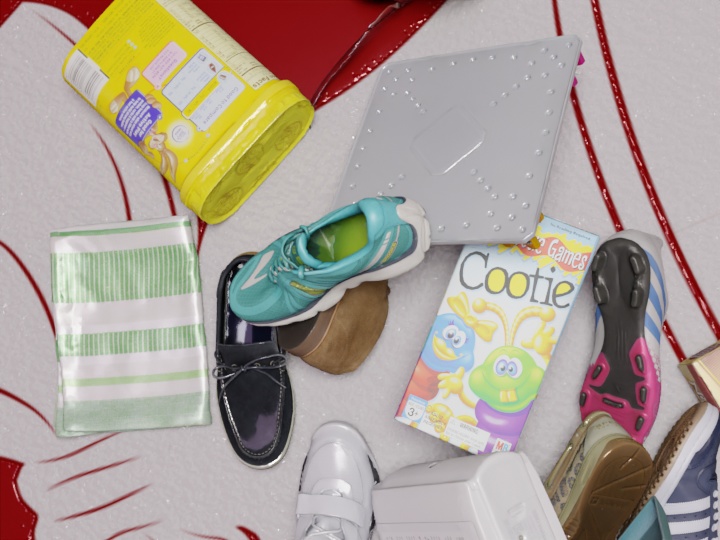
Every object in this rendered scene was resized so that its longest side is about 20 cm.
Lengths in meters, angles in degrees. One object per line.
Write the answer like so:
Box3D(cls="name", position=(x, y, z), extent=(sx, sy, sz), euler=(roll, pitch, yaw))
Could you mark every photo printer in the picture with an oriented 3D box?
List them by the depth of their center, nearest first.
Box3D(cls="photo printer", position=(0.086, 0.231, 0.712), extent=(0.069, 0.200, 0.167), euler=(-20, 83, -28))

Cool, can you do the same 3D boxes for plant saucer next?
Box3D(cls="plant saucer", position=(0.184, 0.271, 0.709), extent=(0.019, 0.070, 0.201), euler=(30, 109, 2))

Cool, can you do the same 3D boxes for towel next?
Box3D(cls="towel", position=(-0.223, 0.052, 0.853), extent=(0.151, 0.023, 0.201), euler=(-6, 82, 5))

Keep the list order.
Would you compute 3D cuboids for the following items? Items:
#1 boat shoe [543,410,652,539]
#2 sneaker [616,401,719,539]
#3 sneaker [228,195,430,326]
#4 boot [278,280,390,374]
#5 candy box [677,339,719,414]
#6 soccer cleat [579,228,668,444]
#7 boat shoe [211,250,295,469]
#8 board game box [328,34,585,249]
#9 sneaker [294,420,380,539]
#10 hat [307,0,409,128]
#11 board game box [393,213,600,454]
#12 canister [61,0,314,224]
Box3D(cls="boat shoe", position=(0.175, 0.215, 0.757), extent=(0.073, 0.063, 0.201), euler=(21, 107, -21))
Box3D(cls="sneaker", position=(0.282, 0.217, 0.743), extent=(0.108, 0.070, 0.201), euler=(25, 96, 14))
Box3D(cls="sneaker", position=(-0.040, -0.013, 0.724), extent=(0.199, 0.079, 0.078), euler=(-27, 71, 32))
Box3D(cls="boot", position=(0.000, 0.000, 0.821), extent=(0.075, 0.073, 0.201), euler=(36, 72, -31))
Box3D(cls="candy box", position=(0.390, 0.080, 0.758), extent=(0.199, 0.055, 0.116), euler=(-30, 80, 3))
Box3D(cls="soccer cleat", position=(0.237, 0.063, 0.775), extent=(0.070, 0.086, 0.201), euler=(11, 107, 38))
Box3D(cls="boat shoe", position=(-0.100, 0.080, 0.816), extent=(0.074, 0.062, 0.201), euler=(-3, 84, 5))
Box3D(cls="board game box", position=(0.079, -0.104, 0.764), extent=(0.199, 0.026, 0.201), euler=(0, 60, 36))
Box3D(cls="sneaker", position=(-0.026, 0.230, 0.759), extent=(0.075, 0.115, 0.201), euler=(3, 83, 7))
Box3D(cls="hat", position=(0.017, -0.278, 0.871), extent=(0.199, 0.176, 0.166), euler=(-22, 71, -32))
Box3D(cls="board game box", position=(0.116, 0.053, 0.771), extent=(0.102, 0.105, 0.201), euler=(22, 85, 10))
Box3D(cls="canister", position=(-0.164, -0.165, 0.843), extent=(0.200, 0.087, 0.149), euler=(43, 90, 11))
